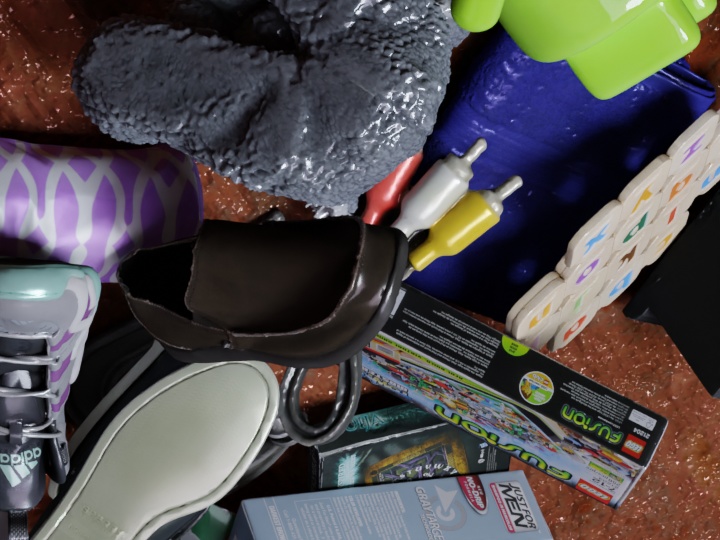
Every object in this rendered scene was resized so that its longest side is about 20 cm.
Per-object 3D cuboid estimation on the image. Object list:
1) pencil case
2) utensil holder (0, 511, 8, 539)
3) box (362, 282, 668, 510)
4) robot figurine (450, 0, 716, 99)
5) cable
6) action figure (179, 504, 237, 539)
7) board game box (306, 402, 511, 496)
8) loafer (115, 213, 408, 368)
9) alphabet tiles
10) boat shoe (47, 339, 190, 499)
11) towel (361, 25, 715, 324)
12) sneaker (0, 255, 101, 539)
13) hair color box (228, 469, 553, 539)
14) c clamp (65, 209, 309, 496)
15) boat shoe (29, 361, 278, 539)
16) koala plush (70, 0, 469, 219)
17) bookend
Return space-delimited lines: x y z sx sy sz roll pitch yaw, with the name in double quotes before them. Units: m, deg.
"pencil case" -0.182 -0.038 1.398 0.199 0.086 0.084 6 165 -28
"utensil holder" -0.278 0.214 1.465 0.169 0.201 0.170 3 149 2
"box" 0.080 0.071 1.527 0.035 0.199 0.110 -61 174 -18
"robot figurine" 0.098 -0.190 1.319 0.115 0.176 0.200 -28 108 34
"cable" 0.000 0.000 1.455 0.201 0.097 0.050 -55 174 -1
"action figure" -0.164 0.226 1.661 0.117 0.055 0.200 6 138 -26
"board game box" 0.029 0.156 1.689 0.134 0.028 0.201 -12 141 -13
"loafer" -0.057 0.009 1.327 0.071 0.073 0.199 30 151 -36
"alphabet tiles" 0.158 -0.023 1.530 0.200 0.015 0.196 -43 165 -13
"boat shoe" -0.108 0.082 1.504 0.200 0.066 0.074 -49 170 19
"towel" 0.097 -0.065 1.521 0.147 0.050 0.200 21 120 -29
"sneaker" -0.180 0.073 1.365 0.077 0.141 0.200 4 168 -3
"hair color box" 0.013 0.190 1.648 0.199 0.061 0.099 -4 139 -23
"c clamp" -0.092 0.070 1.571 0.170 0.027 0.201 -25 135 -1
"boat shoe" -0.122 0.120 1.443 0.074 0.066 0.200 37 96 -7
"koala plush" -0.015 -0.103 1.358 0.178 0.183 0.200 -58 159 3
"bookend" 0.292 0.026 1.570 0.092 0.200 0.199 12 125 -41
